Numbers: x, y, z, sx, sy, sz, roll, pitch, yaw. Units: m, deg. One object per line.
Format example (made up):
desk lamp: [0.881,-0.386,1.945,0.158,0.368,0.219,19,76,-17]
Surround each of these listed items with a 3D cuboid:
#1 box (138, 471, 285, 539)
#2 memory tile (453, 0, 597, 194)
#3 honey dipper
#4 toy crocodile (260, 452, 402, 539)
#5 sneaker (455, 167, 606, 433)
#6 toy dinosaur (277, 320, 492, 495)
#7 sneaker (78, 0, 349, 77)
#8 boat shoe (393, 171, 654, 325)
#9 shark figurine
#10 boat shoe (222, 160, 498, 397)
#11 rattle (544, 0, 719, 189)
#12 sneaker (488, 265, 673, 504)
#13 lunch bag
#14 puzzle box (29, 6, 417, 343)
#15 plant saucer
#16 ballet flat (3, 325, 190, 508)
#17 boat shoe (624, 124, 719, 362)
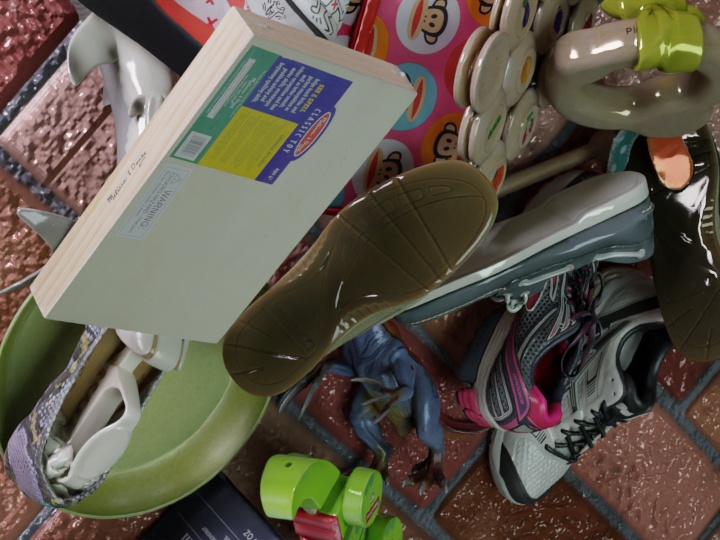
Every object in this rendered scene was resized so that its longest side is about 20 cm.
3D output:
box: [-0.109,0.259,1.100,0.200,0.148,0.107,-45,128,-8]
memory tile: [0.110,-0.144,1.061,0.201,0.017,0.154,-58,157,-30]
honey dipper: [0.100,-0.057,1.159,0.198,0.038,0.038,-21,121,-23]
toy crocodile: [-0.017,0.177,1.145,0.201,0.067,0.062,69,37,-55]
sneaker: [0.142,0.023,1.186,0.080,0.074,0.202,32,74,-39]
toy dinosaur: [0.006,0.065,1.157,0.200,0.104,0.183,-37,124,-58]
sneaker: [-0.093,-0.176,0.911,0.201,0.067,0.108,41,60,-21]
boat shoe: [0.111,-0.001,1.122,0.198,0.073,0.062,-25,113,-11]
shark figurine: [-0.141,-0.091,0.949,0.127,0.089,0.217,8,77,-28]
boat shoe: [0.001,0.002,1.036,0.200,0.063,0.073,-42,89,13]
rattle: [0.184,-0.152,1.112,0.129,0.144,0.200,-26,158,14]
sneaker: [0.170,0.095,1.246,0.075,0.088,0.201,23,99,-40]
lunch bag: [-0.001,-0.135,1.037,0.175,0.082,0.202,8,106,-31]
puzzle box: [-0.073,-0.044,0.902,0.132,0.026,0.200,13,125,-48]
plant saucer: [-0.144,0.061,1.060,0.198,0.031,0.202,-15,119,-28]
ballet flat: [-0.139,0.058,1.000,0.072,0.072,0.201,30,93,-38]
boat shoe: [0.238,-0.032,1.211,0.066,0.071,0.203,14,63,-64]
